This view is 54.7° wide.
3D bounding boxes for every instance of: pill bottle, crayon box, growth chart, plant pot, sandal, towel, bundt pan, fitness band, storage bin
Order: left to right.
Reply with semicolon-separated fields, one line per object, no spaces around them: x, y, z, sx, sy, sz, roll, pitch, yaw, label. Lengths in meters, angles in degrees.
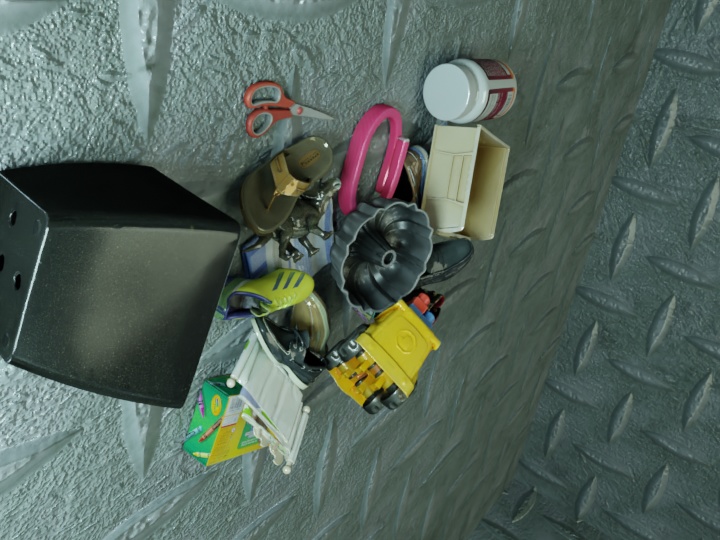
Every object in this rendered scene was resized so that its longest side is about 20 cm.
-0.265;0.003;0.683;0.176;0.198;0.204;8;107;-50;plant pot
-0.186;0.232;1.133;0.199;0.057;0.121;2;111;-61;crayon box
-0.140;0.206;1.093;0.202;0.017;0.146;62;32;-24;growth chart
-0.096;-0.130;0.965;0.054;0.081;0.200;-26;-162;52;sandal
-0.108;-0.027;1.099;0.199;0.023;0.149;-40;143;-39;towel
0.024;-0.180;1.190;0.143;0.037;0.204;-11;120;-57;fitness band
0.027;-0.035;1.184;0.199;0.075;0.206;-22;127;-31;bundt pan
0.202;-0.161;1.339;0.199;0.092;0.204;4;97;-64;storage bin
0.204;-0.335;1.298;0.199;0.113;0.117;-22;131;-52;pill bottle

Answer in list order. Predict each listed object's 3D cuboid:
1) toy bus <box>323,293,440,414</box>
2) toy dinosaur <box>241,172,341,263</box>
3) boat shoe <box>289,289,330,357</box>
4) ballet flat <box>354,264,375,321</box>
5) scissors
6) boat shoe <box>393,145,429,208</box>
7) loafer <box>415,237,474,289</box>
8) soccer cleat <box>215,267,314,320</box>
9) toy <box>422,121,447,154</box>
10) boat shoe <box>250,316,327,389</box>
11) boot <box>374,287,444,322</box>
0.047;0.128;1.193;0.192;0.136;0.200;-48;-176;-28;toy bus
-0.106;-0.068;1.017;0.198;0.103;0.077;-29;169;-31;toy dinosaur
-0.096;0.112;1.182;0.075;0.072;0.203;-31;143;-25;boat shoe
0.000;0.000;1.277;0.070;0.069;0.205;-7;116;-37;ballet flat
-0.092;-0.231;0.969;0.198;0.014;0.075;-25;131;-49;scissors
0.083;-0.130;1.311;0.072;0.071;0.204;-28;126;-41;boat shoe
0.127;-0.011;1.307;0.197;0.069;0.071;-24;157;-9;loafer
-0.137;0.041;1.003;0.197;0.083;0.066;-4;121;-45;soccer cleat
0.169;-0.191;1.424;0.116;0.047;0.202;-51;150;-28;toy
-0.106;0.121;1.100;0.065;0.075;0.201;-28;136;3;boat shoe
0.099;0.031;1.372;0.201;0.149;0.074;-50;150;-26;boot
